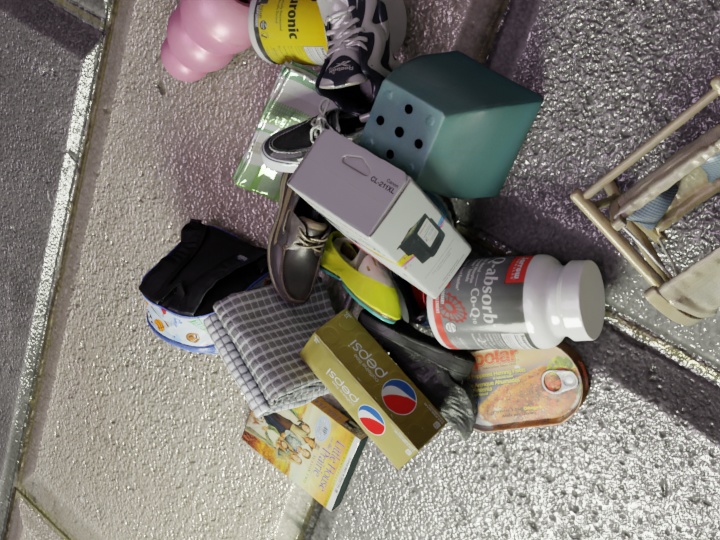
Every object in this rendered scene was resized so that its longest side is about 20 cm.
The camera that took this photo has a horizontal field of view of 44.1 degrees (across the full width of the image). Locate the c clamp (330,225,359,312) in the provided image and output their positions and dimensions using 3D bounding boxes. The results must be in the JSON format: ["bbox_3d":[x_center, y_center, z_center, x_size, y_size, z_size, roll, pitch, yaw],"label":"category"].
[{"bbox_3d":[-0.034,0.036,1.312,0.170,0.027,0.201,32,118,30],"label":"c clamp"}]

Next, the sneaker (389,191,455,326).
[{"bbox_3d":[0.080,-0.021,1.178,0.078,0.090,0.202,-13,89,35],"label":"sneaker"}]

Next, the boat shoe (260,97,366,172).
[{"bbox_3d":[-0.038,-0.183,1.167,0.197,0.068,0.074,-7,62,4],"label":"boat shoe"}]

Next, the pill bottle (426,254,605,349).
[{"bbox_3d":[0.192,0.039,1.101,0.199,0.116,0.117,-4,98,34],"label":"pill bottle"}]

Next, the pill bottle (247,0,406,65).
[{"bbox_3d":[-0.043,-0.329,1.181,0.199,0.111,0.112,9,105,31],"label":"pill bottle"}]

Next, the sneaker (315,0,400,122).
[{"bbox_3d":[-0.015,-0.265,1.052,0.079,0.130,0.201,-9,114,24],"label":"sneaker"}]

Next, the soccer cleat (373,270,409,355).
[{"bbox_3d":[0.032,0.069,1.234,0.068,0.085,0.202,4,103,33],"label":"soccer cleat"}]

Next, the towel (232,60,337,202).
[{"bbox_3d":[-0.078,-0.174,1.241,0.148,0.031,0.201,24,119,-12],"label":"towel"}]

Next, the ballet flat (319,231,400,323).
[{"bbox_3d":[0.000,0.000,1.196,0.200,0.066,0.067,38,104,52],"label":"ballet flat"}]

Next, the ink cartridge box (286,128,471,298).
[{"bbox_3d":[0.025,-0.064,1.055,0.145,0.200,0.083,35,88,34],"label":"ink cartridge box"}]

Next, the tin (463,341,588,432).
[{"bbox_3d":[0.203,0.149,1.166,0.199,0.042,0.113,-13,97,36],"label":"tin"}]

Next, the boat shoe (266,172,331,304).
[{"bbox_3d":[-0.080,-0.055,1.205,0.073,0.074,0.202,-4,83,63],"label":"boat shoe"}]

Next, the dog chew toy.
[{"bbox_3d":[-0.226,-0.351,1.301,0.200,0.124,0.125,-35,81,43],"label":"dog chew toy"}]

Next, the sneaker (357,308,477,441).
[{"bbox_3d":[0.074,0.135,1.176,0.198,0.060,0.105,24,107,6],"label":"sneaker"}]

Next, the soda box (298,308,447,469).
[{"bbox_3d":[0.014,0.151,1.146,0.200,0.068,0.064,47,140,10],"label":"soda box"}]

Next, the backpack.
[{"bbox_3d":[-0.233,0.035,1.343,0.199,0.190,0.155,19,127,29],"label":"backpack"}]

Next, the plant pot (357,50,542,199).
[{"bbox_3d":[0.095,-0.171,1.069,0.141,0.199,0.142,35,118,23],"label":"plant pot"}]

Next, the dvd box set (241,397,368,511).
[{"bbox_3d":[-0.091,0.261,1.393,0.199,0.029,0.147,34,117,24],"label":"dvd box set"}]

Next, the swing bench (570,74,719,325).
[{"bbox_3d":[0.374,-0.067,0.947,0.199,0.129,0.201,-42,77,33],"label":"swing bench"}]

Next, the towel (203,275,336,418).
[{"bbox_3d":[-0.097,0.098,1.230,0.166,0.199,0.086,54,129,19],"label":"towel"}]
